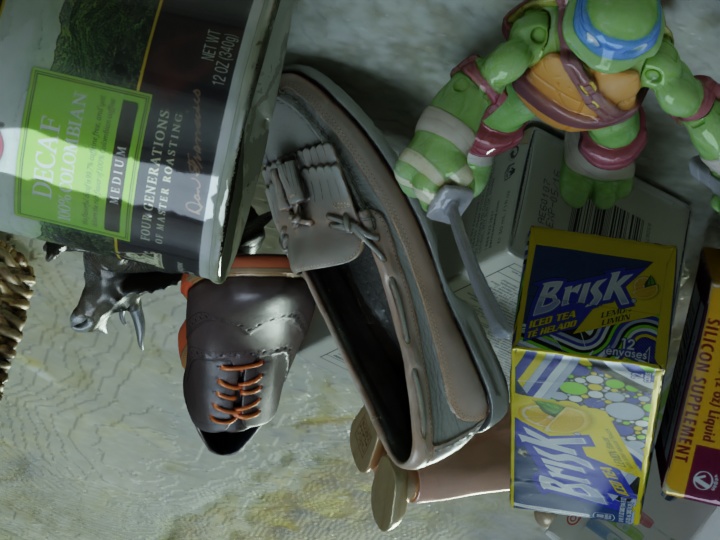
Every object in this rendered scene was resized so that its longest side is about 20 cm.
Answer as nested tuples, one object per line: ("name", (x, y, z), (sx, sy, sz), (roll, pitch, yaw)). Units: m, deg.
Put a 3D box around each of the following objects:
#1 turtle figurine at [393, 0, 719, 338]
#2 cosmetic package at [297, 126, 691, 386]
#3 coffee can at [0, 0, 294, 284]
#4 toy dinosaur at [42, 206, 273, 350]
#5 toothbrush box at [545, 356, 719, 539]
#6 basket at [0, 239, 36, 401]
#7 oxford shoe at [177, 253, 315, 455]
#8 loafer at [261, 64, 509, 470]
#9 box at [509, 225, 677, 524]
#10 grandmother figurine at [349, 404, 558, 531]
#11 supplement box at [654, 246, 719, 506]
("turtle figurine", (0.087, -0.037, 0.973), (0.144, 0.200, 0.194), (-27, 179, -7))
("cosmetic package", (0.065, 0.007, 1.191), (0.103, 0.073, 0.200), (26, 153, -24))
("coffee can", (-0.140, -0.087, 1.015), (0.200, 0.147, 0.146), (13, 155, 1))
("toy dinosaur", (-0.098, -0.025, 1.232), (0.102, 0.077, 0.200), (20, 152, -40))
("toothbrush box", (0.217, 0.145, 1.294), (0.086, 0.146, 0.200), (34, 176, 44))
("basket", (-0.304, 0.016, 1.316), (0.149, 0.143, 0.200), (-1, 151, 28))
("oxford shoe", (-0.057, 0.043, 1.204), (0.071, 0.073, 0.200), (-1, 161, -6))
("loafer", (0.000, 0.000, 1.106), (0.072, 0.063, 0.200), (-19, 104, 54))
("box", (0.108, 0.055, 1.110), (0.070, 0.064, 0.200), (8, 154, 7))
("grandmother figurine", (0.097, 0.095, 1.317), (0.200, 0.121, 0.061), (-3, 149, -22))
("supplement box", (0.254, 0.067, 1.144), (0.200, 0.111, 0.086), (12, -167, 2))
